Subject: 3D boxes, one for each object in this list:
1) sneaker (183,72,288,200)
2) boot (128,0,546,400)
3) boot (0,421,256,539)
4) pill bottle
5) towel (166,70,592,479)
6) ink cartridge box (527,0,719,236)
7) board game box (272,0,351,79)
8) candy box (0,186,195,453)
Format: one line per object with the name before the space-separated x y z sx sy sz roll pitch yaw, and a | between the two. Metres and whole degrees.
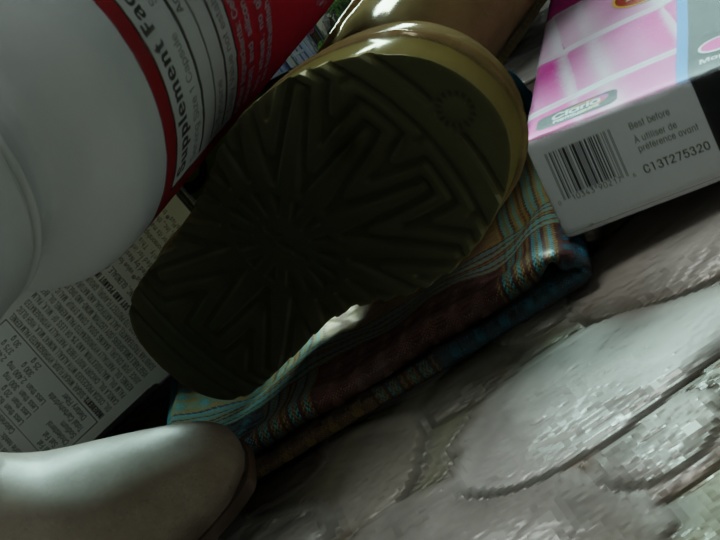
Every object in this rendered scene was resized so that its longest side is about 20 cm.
sneaker | -0.016 -0.075 0.907 0.199 0.071 0.083 -40 25 -6
boot | 0.021 -0.069 0.670 0.175 0.066 0.200 -34 16 48
boot | -0.148 0.058 0.605 0.199 0.146 0.070 -34 26 10
pill bottle | -0.083 -0.068 0.615 0.112 0.112 0.200 -19 25 42
towel | 0.000 0.000 0.725 0.146 0.022 0.200 -32 16 9
ink cartridge box | 0.105 -0.076 0.699 0.094 0.037 0.200 -21 17 16
board game box | -0.025 -0.144 0.870 0.199 0.062 0.200 -24 25 42
candy box | -0.136 0.046 0.747 0.200 0.061 0.136 -43 15 -9
